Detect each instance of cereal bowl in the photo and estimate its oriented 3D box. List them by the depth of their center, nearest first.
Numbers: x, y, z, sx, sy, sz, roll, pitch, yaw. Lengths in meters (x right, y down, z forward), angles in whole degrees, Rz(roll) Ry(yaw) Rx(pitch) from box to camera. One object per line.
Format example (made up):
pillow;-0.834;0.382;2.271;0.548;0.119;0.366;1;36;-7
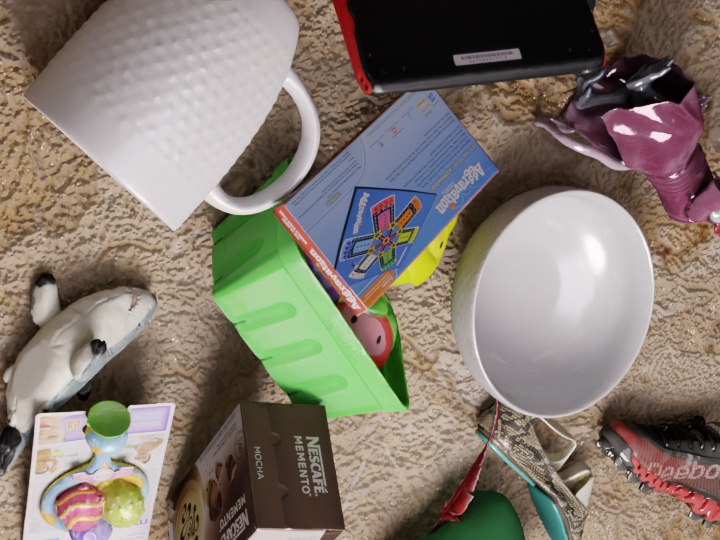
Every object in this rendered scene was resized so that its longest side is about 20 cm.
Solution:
cereal bowl;0.159;0.023;1.348;0.198;0.083;0.203;-7;104;-28

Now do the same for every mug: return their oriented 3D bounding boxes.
mug;-0.116;-0.127;1.121;0.200;0.147;0.176;43;86;-24

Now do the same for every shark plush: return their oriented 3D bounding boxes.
shark plush;-0.240;0.098;1.248;0.083;0.090;0.202;7;113;-59

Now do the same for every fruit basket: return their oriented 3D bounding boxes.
fruit basket;0.000;0.000;1.256;0.212;0.156;0.218;-3;128;-4

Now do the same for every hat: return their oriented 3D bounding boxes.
hat;0.109;0.218;1.461;0.164;0.199;0.179;12;74;-41

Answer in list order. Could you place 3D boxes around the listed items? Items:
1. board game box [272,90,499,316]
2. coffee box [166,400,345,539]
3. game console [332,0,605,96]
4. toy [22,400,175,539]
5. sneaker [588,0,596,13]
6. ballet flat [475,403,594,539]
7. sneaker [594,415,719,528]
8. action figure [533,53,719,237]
board game box;0.024;-0.063;1.205;0.103;0.019;0.200;50;52;-6
coffee box;-0.093;0.205;1.284;0.079;0.114;0.200;5;147;-25
game console;0.073;-0.215;1.152;0.197;0.179;0.031;-9;158;-17
toy;-0.220;0.191;1.281;0.114;0.048;0.202;-4;135;-20
sneaker;0.107;-0.203;1.224;0.197;0.071;0.084;-14;115;-19
ballet flat;0.184;0.194;1.479;0.075;0.068;0.201;-39;121;-7
sneaker;0.316;0.181;1.522;0.199;0.071;0.098;29;103;-34
action figure;0.268;-0.090;1.317;0.148;0.134;0.201;-37;122;1
